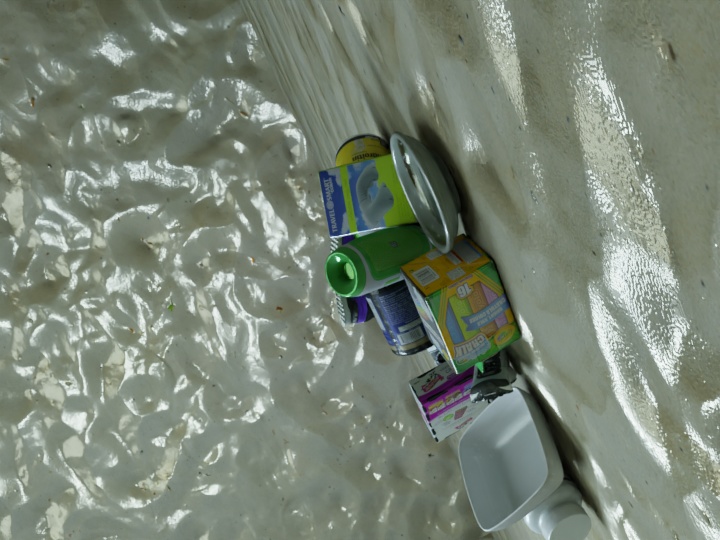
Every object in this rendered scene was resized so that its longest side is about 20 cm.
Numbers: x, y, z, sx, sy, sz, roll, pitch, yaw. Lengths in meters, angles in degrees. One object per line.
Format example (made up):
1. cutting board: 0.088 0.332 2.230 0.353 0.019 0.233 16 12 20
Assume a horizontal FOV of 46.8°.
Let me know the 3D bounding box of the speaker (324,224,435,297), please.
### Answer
1. speaker: 0.036 -0.018 1.359 0.088 0.199 0.090 16 115 39

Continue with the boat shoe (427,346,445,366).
1. boat shoe: 0.173 0.167 1.660 0.068 0.071 0.200 64 178 13

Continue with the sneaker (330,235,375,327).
1. sneaker: 0.000 0.000 1.567 0.070 0.098 0.203 -139 43 -75

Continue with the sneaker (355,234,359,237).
1. sneaker: 0.037 -0.022 1.635 0.083 0.076 0.202 -22 -81 -53

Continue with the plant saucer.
1. plant saucer: 0.109 -0.126 1.279 0.200 0.050 0.202 155 91 -85

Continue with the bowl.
1. bowl: 0.263 0.326 1.426 0.074 0.200 0.201 16 -141 -29

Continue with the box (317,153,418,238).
1. box: 0.009 -0.129 1.445 0.048 0.198 0.123 -13 -87 -59

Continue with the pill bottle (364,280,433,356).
1. pill bottle: 0.068 0.044 1.503 0.202 0.111 0.112 64 176 -16

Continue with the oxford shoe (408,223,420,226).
1. oxford shoe: 0.107 -0.094 1.479 0.084 0.072 0.202 26 -134 -85

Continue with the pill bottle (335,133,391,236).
1. pill bottle: 0.018 -0.155 1.567 0.112 0.111 0.201 67 -171 -49

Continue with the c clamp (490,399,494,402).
1. c clamp: 0.304 0.309 1.786 0.172 0.027 0.200 64 176 -11

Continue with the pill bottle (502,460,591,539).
1. pill bottle: 0.323 0.393 1.478 0.112 0.110 0.200 65 176 -34

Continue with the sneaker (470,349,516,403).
1. sneaker: 0.219 0.173 1.416 0.200 0.073 0.080 -24 -82 -75

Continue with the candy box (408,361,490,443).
1. candy box: 0.181 0.252 1.654 0.061 0.135 0.201 59 175 35

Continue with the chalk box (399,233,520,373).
1. chalk box: 0.167 0.069 1.330 0.201 0.123 0.125 64 174 -29
